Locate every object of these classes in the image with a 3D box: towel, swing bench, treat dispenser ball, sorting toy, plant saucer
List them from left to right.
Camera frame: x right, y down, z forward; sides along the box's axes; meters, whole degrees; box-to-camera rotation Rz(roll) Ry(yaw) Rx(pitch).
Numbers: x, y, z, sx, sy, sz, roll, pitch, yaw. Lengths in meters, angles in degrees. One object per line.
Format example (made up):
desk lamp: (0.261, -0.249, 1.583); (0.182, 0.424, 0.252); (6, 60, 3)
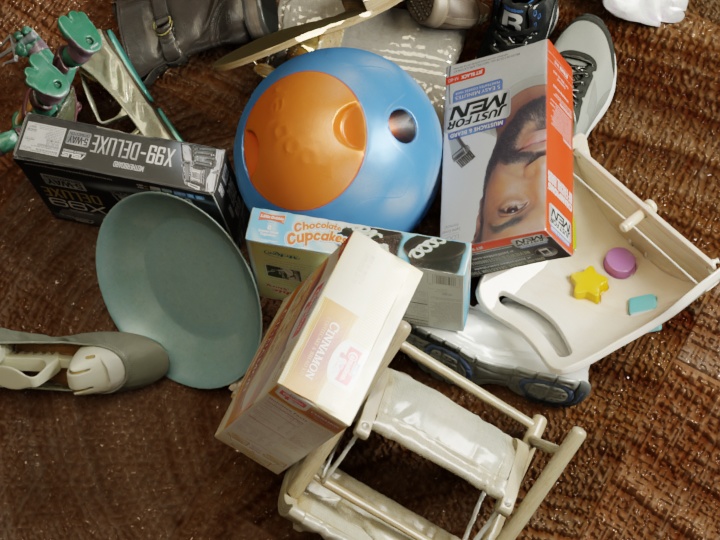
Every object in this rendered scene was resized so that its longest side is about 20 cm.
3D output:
plant saucer: (-0.163, 0.014, 1.617); (0.201, 0.202, 0.039); (37, 40, 16)
treat dispenser ball: (-0.020, -0.109, 1.614); (0.199, 0.201, 0.203); (-2, 70, 5)
towel: (0.001, -0.206, 1.736); (0.198, 0.035, 0.134); (10, 73, 8)
swing bench: (0.055, 0.175, 1.512); (0.198, 0.130, 0.201); (31, 85, -10)
sorting toy: (0.208, 0.007, 1.583); (0.180, 0.107, 0.200); (-37, 63, -17)

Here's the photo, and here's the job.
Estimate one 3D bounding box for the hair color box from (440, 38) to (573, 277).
hair color box: (0.136, -0.103, 1.580); (0.110, 0.064, 0.202); (-13, 61, 28)

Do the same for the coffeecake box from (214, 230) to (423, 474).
coffeecake box: (-0.039, 0.075, 1.474); (0.073, 0.200, 0.154); (31, 64, -8)

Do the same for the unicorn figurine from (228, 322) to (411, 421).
unicorn figurine: (-0.031, 0.116, 1.603); (0.137, 0.074, 0.200); (-43, 75, -5)

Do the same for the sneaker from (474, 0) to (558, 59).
sneaker: (0.139, -0.215, 1.684); (0.073, 0.112, 0.201); (18, 73, 12)

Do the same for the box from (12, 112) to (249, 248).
box: (-0.217, -0.082, 1.647); (0.198, 0.158, 0.050); (11, 71, 8)

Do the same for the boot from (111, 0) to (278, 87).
boot: (-0.178, -0.296, 1.757); (0.173, 0.069, 0.202); (-12, 70, 17)

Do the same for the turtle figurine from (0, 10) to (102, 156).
turtle figurine: (-0.324, -0.172, 1.693); (0.100, 0.200, 0.151); (22, 61, -22)

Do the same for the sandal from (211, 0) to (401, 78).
sandal: (-0.038, -0.215, 1.689); (0.211, 0.078, 0.070); (-28, 109, -13)

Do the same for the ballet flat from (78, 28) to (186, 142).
ballet flat: (-0.225, -0.150, 1.714); (0.062, 0.067, 0.201); (-35, 80, -1)

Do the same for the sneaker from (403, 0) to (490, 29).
sneaker: (0.072, -0.315, 1.752); (0.075, 0.071, 0.201); (6, 48, -28)

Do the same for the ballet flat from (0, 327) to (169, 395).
ballet flat: (-0.283, 0.095, 1.635); (0.198, 0.068, 0.064); (3, 27, 10)

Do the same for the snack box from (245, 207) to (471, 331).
snack box: (0.000, 0.000, 1.547); (0.198, 0.116, 0.037); (10, 64, 8)

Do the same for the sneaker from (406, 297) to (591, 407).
sneaker: (0.126, 0.065, 1.619); (0.198, 0.075, 0.088); (16, 61, 4)

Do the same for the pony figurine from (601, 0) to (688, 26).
pony figurine: (0.245, -0.338, 1.695); (0.191, 0.167, 0.201); (-2, 41, -19)

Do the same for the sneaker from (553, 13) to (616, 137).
sneaker: (0.204, -0.165, 1.679); (0.073, 0.079, 0.201); (15, 71, 12)
